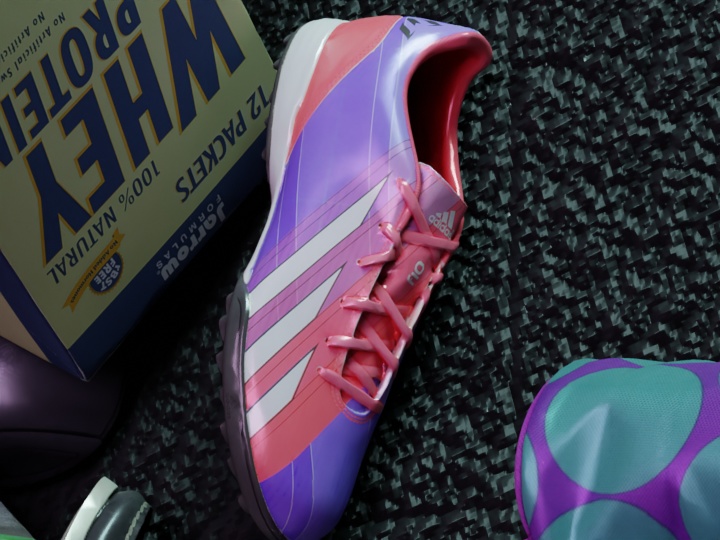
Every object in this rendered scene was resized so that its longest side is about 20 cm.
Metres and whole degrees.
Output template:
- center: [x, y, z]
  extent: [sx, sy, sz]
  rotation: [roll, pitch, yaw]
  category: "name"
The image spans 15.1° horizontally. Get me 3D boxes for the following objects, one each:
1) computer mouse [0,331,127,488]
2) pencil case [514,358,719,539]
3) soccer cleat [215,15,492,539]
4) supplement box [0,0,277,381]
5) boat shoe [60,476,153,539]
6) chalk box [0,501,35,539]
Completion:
- center: [-0.186, 0.076, 1.055]
  extent: [0.199, 0.046, 0.141]
  rotation: [-4, 66, 32]
  category: "computer mouse"
- center: [0.146, 0.073, 0.816]
  extent: [0.199, 0.085, 0.093]
  rotation: [2, 41, 34]
  category: "pencil case"
- center: [0.000, 0.000, 0.960]
  extent: [0.073, 0.068, 0.201]
  rotation: [-4, 65, 27]
  category: "soccer cleat"
- center: [-0.160, -0.097, 1.003]
  extent: [0.199, 0.200, 0.134]
  rotation: [24, 65, 37]
  category: "supplement box"
- center: [-0.098, 0.171, 0.956]
  extent: [0.067, 0.072, 0.201]
  rotation: [13, 64, -3]
  category: "boat shoe"
- center: [-0.211, 0.107, 0.971]
  extent: [0.200, 0.124, 0.124]
  rotation: [44, 104, 32]
  category: "chalk box"
